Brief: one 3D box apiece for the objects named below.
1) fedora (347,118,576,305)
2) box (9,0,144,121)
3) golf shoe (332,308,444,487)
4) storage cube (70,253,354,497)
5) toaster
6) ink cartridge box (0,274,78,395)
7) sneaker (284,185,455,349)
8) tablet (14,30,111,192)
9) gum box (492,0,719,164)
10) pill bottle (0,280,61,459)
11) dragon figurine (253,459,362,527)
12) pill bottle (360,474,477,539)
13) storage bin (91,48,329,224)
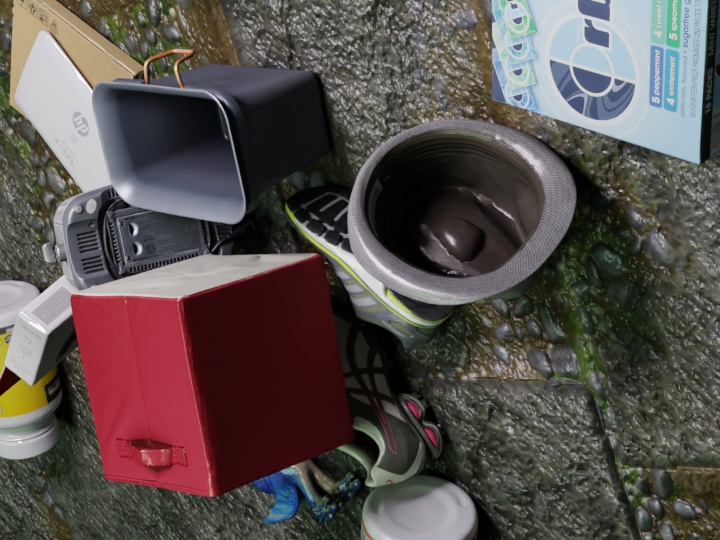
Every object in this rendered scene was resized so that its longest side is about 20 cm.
[{"bbox_3d":[0.087,-0.033,1.457,0.200,0.177,0.090,23,158,29],"label":"fedora"},{"bbox_3d":[-0.306,-0.195,1.884,0.200,0.021,0.164,38,137,27],"label":"box"},{"bbox_3d":[-0.008,0.116,1.685,0.200,0.088,0.077,49,141,18],"label":"golf shoe"},{"bbox_3d":[-0.134,0.088,1.613,0.171,0.200,0.180,1,105,47],"label":"storage cube"},{"bbox_3d":[-0.214,-0.038,1.756,0.129,0.200,0.114,-174,71,-69],"label":"toaster"},{"bbox_3d":[-0.304,0.054,1.886,0.045,0.200,0.176,37,137,9],"label":"ink cartridge box"},{"bbox_3d":[0.000,0.000,1.620,0.200,0.074,0.081,44,142,24],"label":"sneaker"},{"bbox_3d":[-0.299,-0.146,1.878,0.200,0.014,0.130,52,142,12],"label":"tablet"},{"bbox_3d":[0.186,-0.188,1.317,0.200,0.045,0.170,22,127,38],"label":"gum box"},{"bbox_3d":[-0.423,0.123,2.135,0.111,0.111,0.200,17,125,42],"label":"pill bottle"},{"bbox_3d":[-0.078,0.229,1.851,0.200,0.059,0.100,-28,90,51],"label":"dragon figurine"},{"bbox_3d":[0.053,0.307,1.710,0.112,0.112,0.200,30,132,34],"label":"pill bottle"},{"bbox_3d":[-0.134,-0.141,1.633,0.200,0.134,0.146,10,119,44],"label":"storage bin"}]
